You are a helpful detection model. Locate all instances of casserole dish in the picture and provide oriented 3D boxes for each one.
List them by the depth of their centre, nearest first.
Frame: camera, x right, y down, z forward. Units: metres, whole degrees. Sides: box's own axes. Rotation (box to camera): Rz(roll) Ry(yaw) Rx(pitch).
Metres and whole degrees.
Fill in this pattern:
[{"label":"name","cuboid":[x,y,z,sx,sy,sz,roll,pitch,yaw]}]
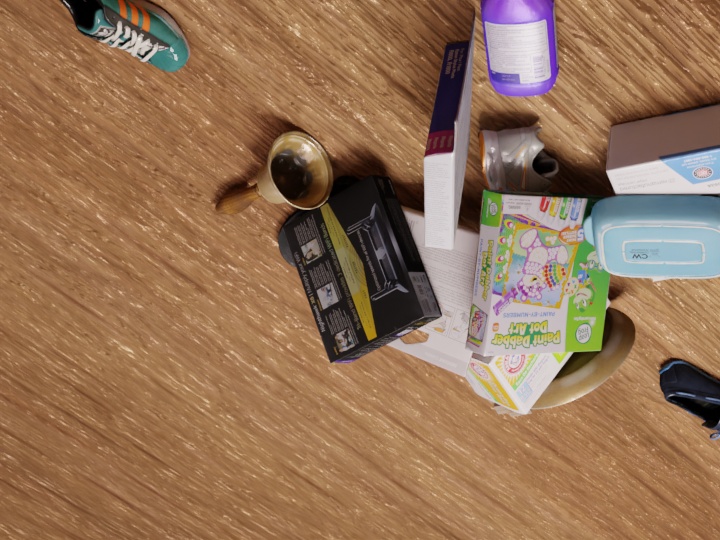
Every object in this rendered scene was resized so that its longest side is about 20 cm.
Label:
[{"label":"casserole dish","cuboid":[0.366,-0.035,1.520,0.198,0.039,0.122,2,137,19]}]

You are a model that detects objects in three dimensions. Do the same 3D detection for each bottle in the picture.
[{"label":"bottle","cuboid":[0.175,-0.288,1.405,0.083,0.066,0.201,1,137,15]}]

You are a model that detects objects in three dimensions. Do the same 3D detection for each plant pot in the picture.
[{"label":"plant pot","cuboid":[0.277,0.110,1.717,0.199,0.201,0.028,-20,117,33]}]

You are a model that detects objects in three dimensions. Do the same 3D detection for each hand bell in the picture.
[{"label":"hand bell","cuboid":[-0.136,-0.107,1.702,0.104,0.105,0.199,38,146,-24]}]

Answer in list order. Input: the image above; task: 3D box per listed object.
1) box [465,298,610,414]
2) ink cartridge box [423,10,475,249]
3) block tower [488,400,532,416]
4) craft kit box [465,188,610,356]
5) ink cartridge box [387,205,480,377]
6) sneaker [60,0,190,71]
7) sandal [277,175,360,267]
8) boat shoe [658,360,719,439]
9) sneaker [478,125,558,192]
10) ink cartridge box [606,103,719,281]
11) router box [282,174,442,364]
[{"label":"box","cuboid":[0.218,0.070,1.669,0.101,0.200,0.113,19,155,52]},{"label":"ink cartridge box","cuboid":[0.102,-0.163,1.465,0.043,0.198,0.201,5,138,9]},{"label":"block tower","cuboid":[0.194,0.138,1.876,0.054,0.058,0.201,-14,130,28]},{"label":"craft kit box","cuboid":[0.228,0.003,1.571,0.198,0.200,0.048,-1,-167,-34]},{"label":"ink cartridge box","cuboid":[0.089,0.022,1.645,0.199,0.178,0.045,21,-170,32]},{"label":"sneaker","cuboid":[-0.296,-0.298,1.526,0.199,0.080,0.071,38,134,-24]},{"label":"sandal","cuboid":[-0.059,-0.058,1.743,0.075,0.048,0.200,29,137,-15]},{"label":"boat shoe","cuboid":[0.515,0.207,1.844,0.198,0.069,0.084,23,138,-9]},{"label":"sneaker","cuboid":[0.211,-0.101,1.599,0.091,0.076,0.201,-11,139,11]},{"label":"ink cartridge box","cuboid":[0.399,-0.091,1.540,0.144,0.084,0.201,-10,133,26]},{"label":"router box","cuboid":[0.000,0.000,1.644,0.156,0.202,0.052,-27,165,29]}]
